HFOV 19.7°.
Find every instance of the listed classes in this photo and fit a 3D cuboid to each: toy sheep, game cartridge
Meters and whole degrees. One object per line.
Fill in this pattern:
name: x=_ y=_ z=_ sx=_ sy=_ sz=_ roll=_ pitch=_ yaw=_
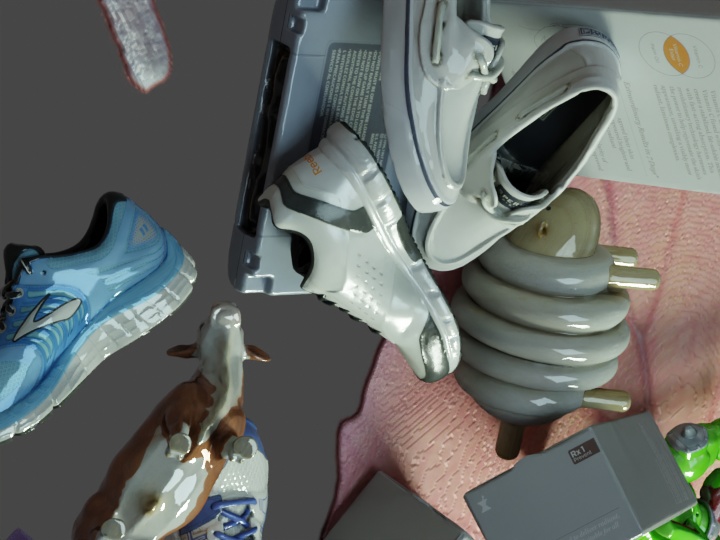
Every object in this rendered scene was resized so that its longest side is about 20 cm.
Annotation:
toy sheep: x=0.125 y=0.039 z=1.424 sx=0.137 sy=0.138 sz=0.201 roll=-2 pitch=109 yaw=-38
game cartridge: x=-0.009 y=-0.083 z=1.324 sx=0.133 sy=0.041 sz=0.201 roll=-4 pitch=113 yaw=-42

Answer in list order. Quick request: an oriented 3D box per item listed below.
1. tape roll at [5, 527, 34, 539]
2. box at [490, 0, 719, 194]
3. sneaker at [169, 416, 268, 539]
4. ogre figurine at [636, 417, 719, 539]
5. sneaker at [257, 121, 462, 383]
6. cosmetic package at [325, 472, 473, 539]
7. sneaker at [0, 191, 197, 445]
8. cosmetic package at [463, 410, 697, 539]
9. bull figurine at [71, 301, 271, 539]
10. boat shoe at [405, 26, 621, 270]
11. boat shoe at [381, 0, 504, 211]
tape roll: x=-0.157 y=0.247 z=1.252 sx=0.066 sy=0.200 sz=0.200 roll=-46 pitch=131 yaw=-11
box: x=0.199 y=-0.142 z=1.333 sx=0.107 sy=0.199 sz=0.153 roll=-54 pitch=137 yaw=-32
sneaker: x=-0.083 y=0.195 z=1.363 sx=0.075 sy=0.088 sz=0.201 roll=-5 pitch=112 yaw=-34
ogre figurine: x=0.249 y=0.185 z=1.609 sx=0.120 sy=0.098 sz=0.200 roll=19 pitch=127 yaw=-44
sneaker: x=0.000 y=0.000 z=1.311 sx=0.080 sy=0.074 sz=0.201 roll=-34 pitch=124 yaw=-6
cosmetic package: x=0.001 y=0.253 z=1.435 sx=0.200 sy=0.107 sz=0.090 roll=-47 pitch=131 yaw=-8
sneaker: x=-0.196 y=0.028 z=1.220 sx=0.200 sy=0.078 sz=0.090 roll=-41 pitch=112 yaw=-20
cosmetic package: x=0.159 y=0.161 z=1.461 sx=0.106 sy=0.091 sz=0.200 roll=-30 pitch=172 yaw=19
bull figurine: x=-0.116 y=0.118 z=1.285 sx=0.065 sy=0.121 sz=0.201 roll=30 pitch=96 yaw=-12
boat shoe: x=0.096 y=-0.062 z=1.299 sx=0.072 sy=0.066 sz=0.200 roll=30 pitch=123 yaw=-24
boat shoe: x=0.056 y=-0.137 z=1.253 sx=0.072 sy=0.065 sz=0.201 roll=9 pitch=81 yaw=-64
